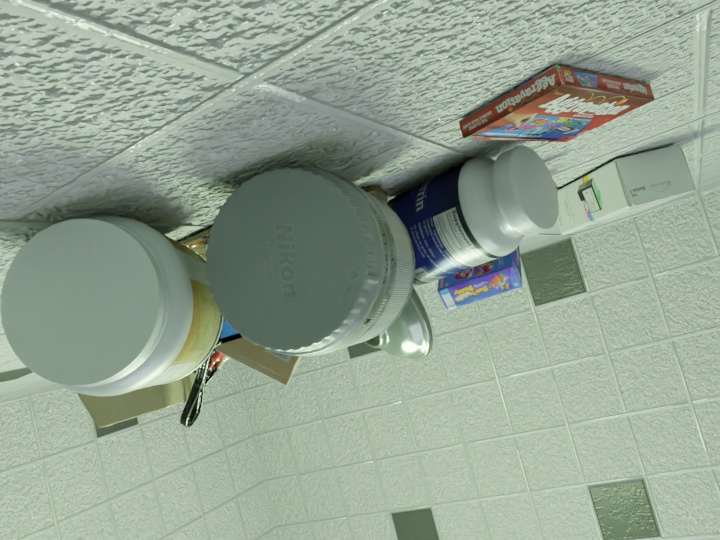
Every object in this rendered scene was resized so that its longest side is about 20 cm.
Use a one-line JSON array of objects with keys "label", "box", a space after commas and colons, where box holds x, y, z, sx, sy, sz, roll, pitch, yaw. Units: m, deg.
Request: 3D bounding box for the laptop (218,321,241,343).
[{"label": "laptop", "box": [-0.096, 0.017, 0.902, 0.198, 0.106, 0.175, -20, 176, 42]}]

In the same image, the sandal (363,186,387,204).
[{"label": "sandal", "box": [-0.031, -0.009, 0.741, 0.200, 0.054, 0.080, -48, 162, 14]}]

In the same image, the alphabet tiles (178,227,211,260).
[{"label": "alphabet tiles", "box": [-0.145, -0.039, 0.761, 0.196, 0.008, 0.166, -19, 174, 26]}]

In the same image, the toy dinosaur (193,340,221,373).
[{"label": "toy dinosaur", "box": [-0.247, 0.069, 0.833, 0.084, 0.139, 0.200, -16, 173, 8]}]

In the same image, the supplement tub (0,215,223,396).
[{"label": "supplement tub", "box": [-0.208, 0.033, 0.566, 0.141, 0.148, 0.200, -16, 174, -2]}]

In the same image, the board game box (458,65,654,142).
[{"label": "board game box", "box": [0.189, -0.150, 0.596, 0.197, 0.020, 0.102, -11, 170, -45]}]

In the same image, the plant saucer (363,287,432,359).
[{"label": "plant saucer", "box": [0.010, 0.043, 0.825, 0.050, 0.202, 0.200, -35, -178, -22]}]

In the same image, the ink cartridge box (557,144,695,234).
[{"label": "ink cartridge box", "box": [0.455, -0.139, 1.121, 0.142, 0.086, 0.200, -15, 174, -17]}]

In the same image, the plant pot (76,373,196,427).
[{"label": "plant pot", "box": [-0.396, 0.167, 1.131, 0.195, 0.181, 0.200, -16, 175, 1]}]

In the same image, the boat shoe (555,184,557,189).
[{"label": "boat shoe", "box": [0.180, -0.088, 0.901, 0.196, 0.075, 0.063, -10, -179, 18]}]

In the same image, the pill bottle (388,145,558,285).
[{"label": "pill bottle", "box": [0.122, -0.062, 0.746, 0.198, 0.118, 0.114, -22, 172, 43]}]

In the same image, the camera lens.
[{"label": "camera lens", "box": [-0.037, -0.006, 0.601, 0.157, 0.164, 0.200, -17, 174, 14]}]

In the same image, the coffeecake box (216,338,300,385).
[{"label": "coffeecake box", "box": [-0.162, 0.100, 1.080, 0.151, 0.074, 0.200, 26, -171, -1]}]

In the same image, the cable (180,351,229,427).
[{"label": "cable", "box": [-0.269, 0.191, 1.126, 0.049, 0.204, 0.097, 21, 179, 6]}]

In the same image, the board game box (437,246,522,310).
[{"label": "board game box", "box": [0.206, -0.029, 1.101, 0.132, 0.045, 0.202, -19, -149, 24]}]
